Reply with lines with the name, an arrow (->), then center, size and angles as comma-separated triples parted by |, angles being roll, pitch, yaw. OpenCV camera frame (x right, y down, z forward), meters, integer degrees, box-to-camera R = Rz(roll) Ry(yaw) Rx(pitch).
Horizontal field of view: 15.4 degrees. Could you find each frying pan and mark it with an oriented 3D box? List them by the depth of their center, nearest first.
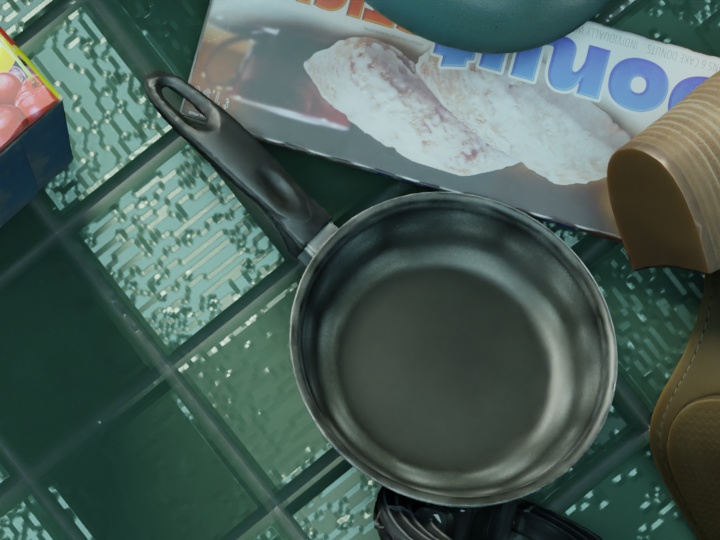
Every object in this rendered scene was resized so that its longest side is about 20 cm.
frying pan -> -0.004, 0.015, 0.915 | 0.189, 0.031, 0.116 | 20, 64, -1

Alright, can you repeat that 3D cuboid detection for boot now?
boot -> 0.174, 0.010, 0.933 | 0.154, 0.074, 0.201 | -29, 119, -29

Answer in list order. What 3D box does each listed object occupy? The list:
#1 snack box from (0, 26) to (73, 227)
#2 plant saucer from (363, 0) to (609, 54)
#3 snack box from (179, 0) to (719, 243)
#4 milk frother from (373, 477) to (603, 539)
snack box -> -0.182, -0.099, 0.870 | 0.068, 0.169, 0.200 | -41, 89, -6
plant saucer -> 0.042, -0.174, 0.893 | 0.199, 0.027, 0.202 | 5, 82, -40
snack box -> 0.040, -0.062, 0.950 | 0.199, 0.024, 0.072 | 16, 88, -2
milk frother -> 0.072, 0.188, 0.903 | 0.199, 0.180, 0.189 | 26, 86, 42
